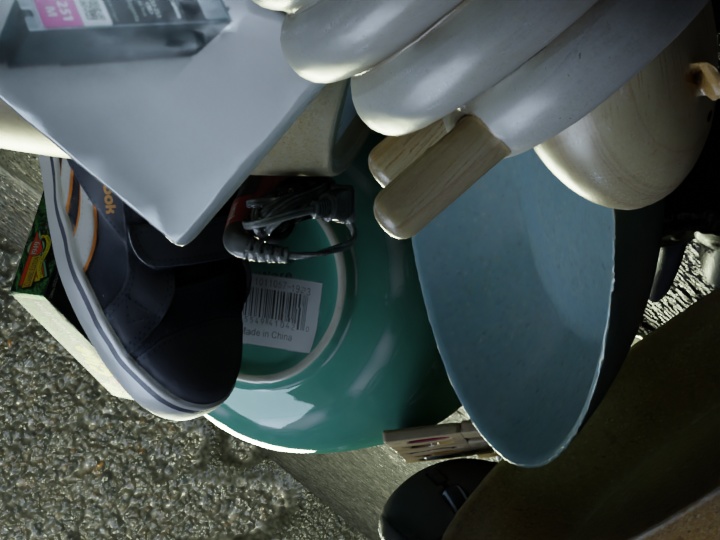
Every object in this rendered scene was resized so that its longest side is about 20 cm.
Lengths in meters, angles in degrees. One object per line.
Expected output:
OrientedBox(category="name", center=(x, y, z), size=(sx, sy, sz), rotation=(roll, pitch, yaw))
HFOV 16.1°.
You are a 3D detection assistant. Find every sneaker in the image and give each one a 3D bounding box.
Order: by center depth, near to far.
OrientedBox(category="sneaker", center=(-0.084, -0.041, 1.045), size=(0.079, 0.078, 0.201), rotation=(-21, 88, 41))

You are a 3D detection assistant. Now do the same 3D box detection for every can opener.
OrientedBox(category="can opener", center=(0.120, -0.025, 0.894), size=(0.063, 0.079, 0.200), rotation=(-3, 163, 10))

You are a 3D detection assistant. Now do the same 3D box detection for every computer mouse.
OrientedBox(category="computer mouse", center=(0.069, 0.099, 1.176), size=(0.046, 0.140, 0.200), rotation=(63, 178, 2))

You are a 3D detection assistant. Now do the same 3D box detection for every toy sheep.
OrientedBox(category="toy sheep", center=(0.023, -0.098, 0.669), size=(0.200, 0.138, 0.138), rotation=(49, 168, -15))

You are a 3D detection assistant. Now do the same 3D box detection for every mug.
OrientedBox(category="mug", center=(-0.009, -0.005, 1.128), size=(0.152, 0.185, 0.114), rotation=(53, -159, 16))

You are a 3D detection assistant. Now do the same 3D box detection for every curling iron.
OrientedBox(category="curling iron", center=(-0.026, -0.037, 0.995), size=(0.049, 0.026, 0.200), rotation=(-3, -165, 1))

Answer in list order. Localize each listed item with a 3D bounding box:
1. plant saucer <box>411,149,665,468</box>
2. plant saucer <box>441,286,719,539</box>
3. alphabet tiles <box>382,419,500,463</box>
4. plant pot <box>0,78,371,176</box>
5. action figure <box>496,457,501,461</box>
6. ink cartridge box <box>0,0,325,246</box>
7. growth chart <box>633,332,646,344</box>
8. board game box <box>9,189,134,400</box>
OrientedBox(category="plant saucer", center=(0.060, -0.038, 0.827), size=(0.201, 0.038, 0.203), rotation=(174, 90, -74))
OrientedBox(category="plant saucer", center=(0.112, 0.050, 0.784), size=(0.036, 0.200, 0.200), rotation=(53, 168, -8))
OrientedBox(category="alphabet tiles", center=(0.099, 0.072, 1.160), size=(0.200, 0.166, 0.008), rotation=(57, -154, -82))
OrientedBox(category="plant pot", center=(-0.083, -0.112, 0.932), size=(0.199, 0.188, 0.187), rotation=(22, 168, 9))
OrientedBox(category="action figure", center=(0.142, 0.129, 1.445), size=(0.130, 0.069, 0.200), rotation=(43, 171, 42))
OrientedBox(category="ink cartridge box", center=(-0.079, -0.133, 0.801), size=(0.200, 0.174, 0.044), rotation=(40, -149, -4))
OrientedBox(category="growth chart", center=(0.086, 0.009, 1.255), size=(0.200, 0.018, 0.144), rotation=(44, 169, -30))
OrientedBox(category="board game box", center=(-0.100, -0.053, 1.161), size=(0.023, 0.201, 0.105), rotation=(2, 152, 28))
